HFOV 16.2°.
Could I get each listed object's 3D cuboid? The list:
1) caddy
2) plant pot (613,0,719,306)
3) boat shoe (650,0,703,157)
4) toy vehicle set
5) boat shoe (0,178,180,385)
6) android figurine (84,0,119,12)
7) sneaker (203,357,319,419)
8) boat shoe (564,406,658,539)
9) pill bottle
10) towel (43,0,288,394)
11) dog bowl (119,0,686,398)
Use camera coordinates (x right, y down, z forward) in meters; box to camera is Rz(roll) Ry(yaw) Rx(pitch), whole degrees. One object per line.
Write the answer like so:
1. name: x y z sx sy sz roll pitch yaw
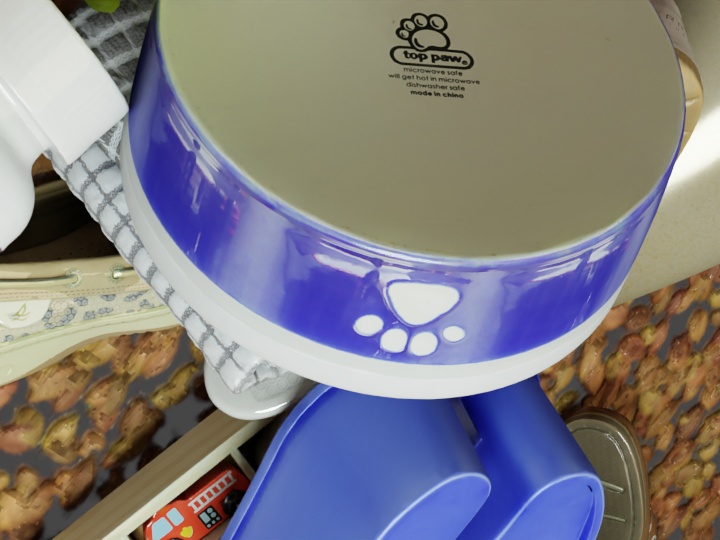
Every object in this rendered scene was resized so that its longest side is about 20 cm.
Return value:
1. caddy: 0.015 0.114 1.122 0.141 0.105 0.200 4 127 -39
2. plant pot: 0.156 -0.078 1.229 0.200 0.188 0.187 -40 144 8
3. boat shoe: 0.099 -0.042 1.146 0.069 0.071 0.200 -79 -164 -48
4. toy vehicle set: -0.060 0.136 1.186 0.200 0.027 0.124 -39 121 -4
5. boat shoe: -0.108 -0.012 1.051 0.200 0.073 0.063 -28 138 -34
6. android figurine: -0.066 -0.180 0.909 0.182 0.041 0.200 -80 -168 -45
7. sneaker: 0.000 0.000 1.151 0.200 0.071 0.099 -52 170 -20
8. boat shoe: 0.137 0.156 1.473 0.068 0.072 0.201 -51 148 -52
9. pill bottle: -0.187 -0.028 0.902 0.200 0.110 0.110 -41 142 -6
10. towel: -0.014 -0.059 1.030 0.200 0.166 0.086 -26 151 -33
11. dog bowl: 0.015 -0.056 0.931 0.200 0.200 0.079 -27 154 -32
